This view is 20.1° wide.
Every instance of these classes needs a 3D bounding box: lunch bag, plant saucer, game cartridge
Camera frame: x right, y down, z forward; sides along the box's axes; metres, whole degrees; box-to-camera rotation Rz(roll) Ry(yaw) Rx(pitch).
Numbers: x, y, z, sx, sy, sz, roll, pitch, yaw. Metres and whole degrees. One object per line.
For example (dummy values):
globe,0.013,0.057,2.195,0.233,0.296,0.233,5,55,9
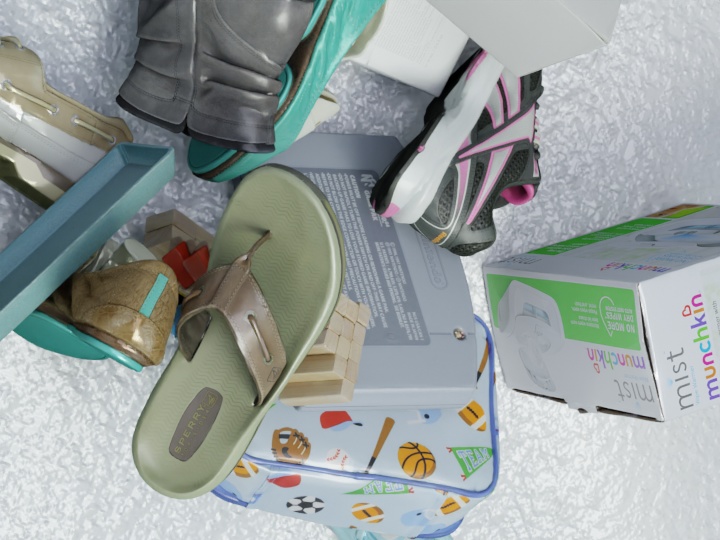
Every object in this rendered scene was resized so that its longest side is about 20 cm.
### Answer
lunch bag,-0.005,0.080,1.279,0.199,0.076,0.161,12,53,-20
plant saucer,-0.186,-0.002,1.154,0.200,0.070,0.019,-45,118,-22
game cartridge,0.000,0.000,1.272,0.133,0.041,0.201,-1,55,-23

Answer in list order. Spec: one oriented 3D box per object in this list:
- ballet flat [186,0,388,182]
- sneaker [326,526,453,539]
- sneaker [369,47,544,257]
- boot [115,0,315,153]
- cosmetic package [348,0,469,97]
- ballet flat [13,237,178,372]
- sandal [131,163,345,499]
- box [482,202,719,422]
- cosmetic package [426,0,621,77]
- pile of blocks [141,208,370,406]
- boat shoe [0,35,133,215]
ballet flat,-0.031,-0.129,1.247,0.070,0.067,0.200,18,112,-39
sneaker,0.014,0.156,1.322,0.074,0.082,0.200,-46,108,-17
sneaker,0.084,-0.084,1.316,0.086,0.080,0.200,40,59,-8
boot,-0.123,-0.156,1.208,0.070,0.200,0.132,-13,128,-62
cosmetic package,0.025,-0.229,1.280,0.150,0.052,0.201,20,107,-27
ballet flat,-0.151,0.014,1.167,0.068,0.200,0.073,33,78,-20
sandal,-0.069,0.039,1.117,0.080,0.057,0.202,26,100,14
box,0.208,0.025,1.342,0.176,0.200,0.097,-16,100,-23
cosmetic package,0.068,-0.219,1.198,0.200,0.085,0.108,38,56,-29
pile of blocks,-0.083,0.022,1.197,0.062,0.200,0.082,36,81,-46
boat shoe,-0.220,-0.105,1.199,0.200,0.075,0.069,39,76,-34
